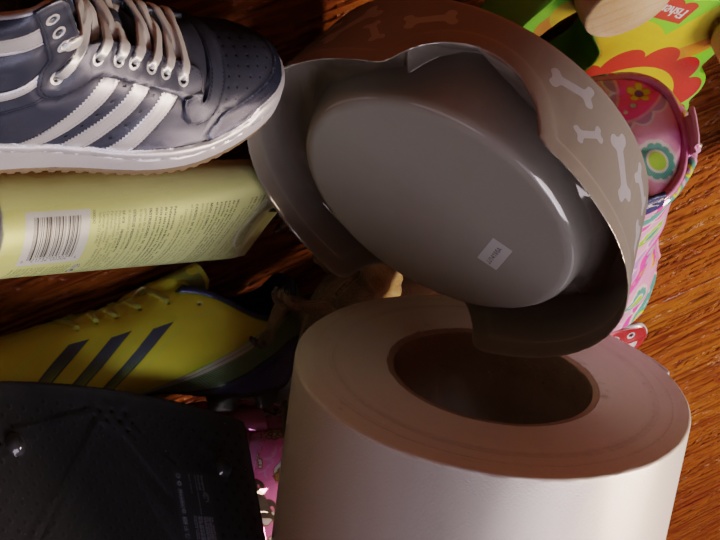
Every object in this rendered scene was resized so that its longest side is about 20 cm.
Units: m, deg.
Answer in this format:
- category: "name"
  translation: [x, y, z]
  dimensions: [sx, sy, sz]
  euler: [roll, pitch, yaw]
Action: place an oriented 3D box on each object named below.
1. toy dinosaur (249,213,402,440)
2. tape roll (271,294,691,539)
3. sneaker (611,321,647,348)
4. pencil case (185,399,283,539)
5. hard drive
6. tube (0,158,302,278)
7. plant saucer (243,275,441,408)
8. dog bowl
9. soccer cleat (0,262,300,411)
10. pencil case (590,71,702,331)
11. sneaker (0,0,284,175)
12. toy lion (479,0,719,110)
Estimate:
- category: "toy dinosaur"
  translation: [0.000, 0.000, 0.995]
  dimensions: [0.200, 0.058, 0.101]
  euler: [-49, 134, -11]
- category: "tape roll"
  translation: [0.056, 0.115, 0.920]
  dimensions: [0.201, 0.202, 0.141]
  euler: [-10, 118, -36]
- category: "sneaker"
  translation: [0.114, 0.035, 1.182]
  dimensions: [0.112, 0.072, 0.200]
  euler: [-40, 152, 14]
- category: "pencil case"
  translation: [-0.076, 0.173, 1.057]
  dimensions: [0.082, 0.086, 0.202]
  euler: [-3, 98, -50]
- category: "hard drive"
  translation: [-0.123, 0.128, 0.902]
  dimensions: [0.042, 0.136, 0.199]
  euler: [-24, 157, 31]
- category: "tube"
  translation: [-0.109, -0.027, 0.880]
  dimensions: [0.058, 0.053, 0.199]
  euler: [2, -175, 43]
- category: "plant saucer"
  translation: [0.024, 0.079, 1.100]
  dimensions: [0.198, 0.037, 0.201]
  euler: [0, 141, 0]
- category: "dog bowl"
  translation: [0.045, -0.045, 0.859]
  dimensions: [0.059, 0.199, 0.201]
  euler: [-57, 166, -29]
- category: "soccer cleat"
  translation: [-0.117, 0.034, 0.973]
  dimensions: [0.199, 0.065, 0.085]
  euler: [-2, 112, -37]
- category: "pencil case"
  translation: [0.131, -0.032, 0.977]
  dimensions: [0.087, 0.088, 0.200]
  euler: [-26, 160, -9]
- category: "sneaker"
  translation: [-0.106, -0.096, 0.734]
  dimensions: [0.198, 0.070, 0.109]
  euler: [-9, 148, -31]
- category: "toy lion"
  translation: [0.120, -0.108, 0.968]
  dimensions: [0.199, 0.069, 0.191]
  euler: [4, 144, -49]
